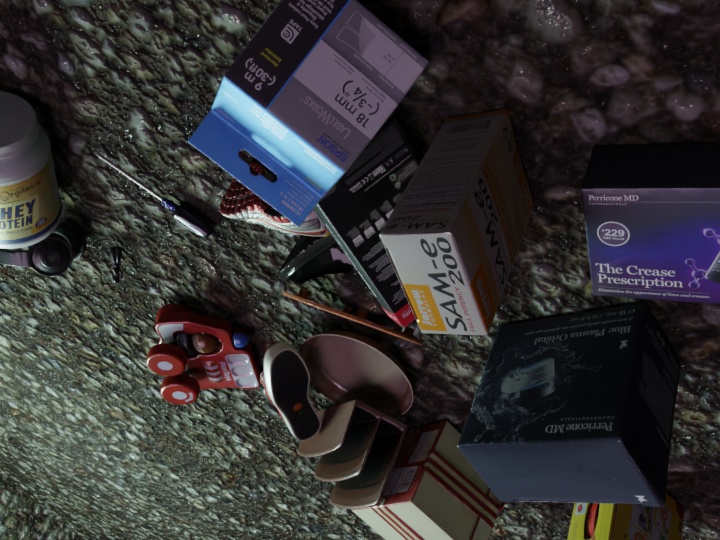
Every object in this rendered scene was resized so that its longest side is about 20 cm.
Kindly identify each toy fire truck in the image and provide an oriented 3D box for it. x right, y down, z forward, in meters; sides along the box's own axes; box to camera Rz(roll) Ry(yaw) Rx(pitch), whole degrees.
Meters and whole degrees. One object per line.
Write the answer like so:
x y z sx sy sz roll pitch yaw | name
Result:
-0.266 0.141 1.191 0.167 0.112 0.200 -4 135 2 | toy fire truck

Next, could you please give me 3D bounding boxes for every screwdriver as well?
-0.299 -0.108 0.989 0.200 0.029 0.028 32 141 -10 | screwdriver

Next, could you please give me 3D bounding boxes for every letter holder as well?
-0.029 0.309 1.140 0.100 0.142 0.200 29 153 -15 | letter holder

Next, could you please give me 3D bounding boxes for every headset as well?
-0.492 -0.024 1.128 0.199 0.124 0.094 1 110 -2 | headset

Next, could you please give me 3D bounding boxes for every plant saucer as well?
-0.005 0.161 1.096 0.200 0.032 0.201 16 139 15 | plant saucer

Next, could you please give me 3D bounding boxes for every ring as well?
-0.009 0.059 0.926 0.200 0.019 0.200 19 176 2 | ring

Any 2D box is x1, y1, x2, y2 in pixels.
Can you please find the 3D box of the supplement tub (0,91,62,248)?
-0.521 -0.143 1.001 0.144 0.145 0.200 25 140 6 | supplement tub

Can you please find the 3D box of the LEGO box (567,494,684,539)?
0.373 0.387 0.971 0.149 0.200 0.077 42 138 -14 | LEGO box

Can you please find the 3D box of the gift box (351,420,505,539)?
0.129 0.379 1.125 0.187 0.185 0.200 45 144 -15 | gift box

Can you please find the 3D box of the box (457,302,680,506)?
0.247 0.157 0.807 0.196 0.200 0.118 -15 123 40 | box

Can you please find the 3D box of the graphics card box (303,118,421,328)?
0.036 -0.052 0.766 0.200 0.125 0.051 54 173 -23 | graphics card box

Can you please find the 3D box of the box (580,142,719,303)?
0.322 -0.043 0.651 0.199 0.079 0.141 3 131 29 | box

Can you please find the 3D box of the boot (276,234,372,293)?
-0.001 0.001 0.888 0.158 0.080 0.211 44 138 -16 | boot

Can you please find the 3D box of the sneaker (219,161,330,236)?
-0.105 -0.077 0.847 0.200 0.078 0.082 21 169 48 | sneaker

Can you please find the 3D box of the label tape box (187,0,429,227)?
-0.052 -0.162 0.662 0.144 0.200 0.063 37 179 -9 | label tape box

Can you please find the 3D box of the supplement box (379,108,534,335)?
0.104 -0.051 0.676 0.073 0.200 0.126 -1 132 32 | supplement box

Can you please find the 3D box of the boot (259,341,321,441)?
-0.140 0.174 1.144 0.144 0.072 0.200 38 149 46 | boot
